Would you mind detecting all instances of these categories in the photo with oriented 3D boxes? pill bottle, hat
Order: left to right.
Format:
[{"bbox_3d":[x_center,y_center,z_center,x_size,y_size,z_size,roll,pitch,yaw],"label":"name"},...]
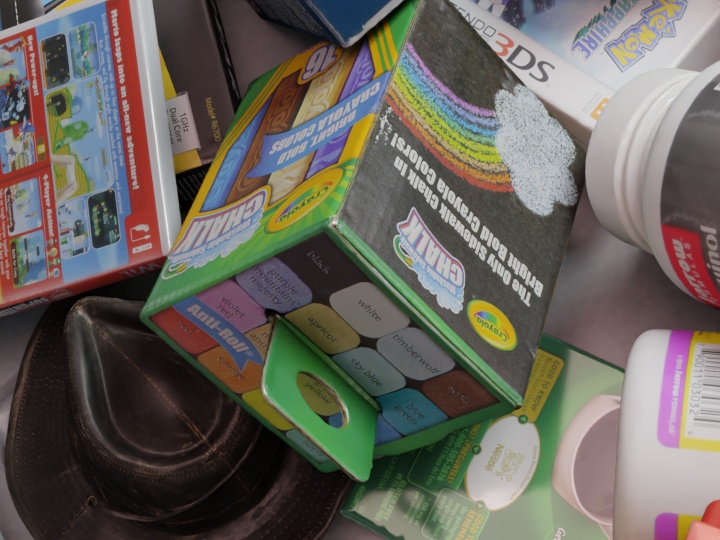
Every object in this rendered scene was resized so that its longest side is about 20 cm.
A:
[{"bbox_3d":[-0.098,0.060,0.812,0.200,0.081,0.202,-7,63,15],"label":"hat"},{"bbox_3d":[0.184,-0.029,0.689,0.111,0.111,0.200,-54,34,-9],"label":"pill bottle"},{"bbox_3d":[0.206,0.082,0.695,0.199,0.104,0.105,5,73,14],"label":"pill bottle"}]

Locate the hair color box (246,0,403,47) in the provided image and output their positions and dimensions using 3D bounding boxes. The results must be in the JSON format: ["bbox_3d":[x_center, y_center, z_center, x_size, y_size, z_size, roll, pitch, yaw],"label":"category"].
[{"bbox_3d":[-0.011,-0.167,0.817,0.100,0.200,0.061,-42,109,-2],"label":"hair color box"}]

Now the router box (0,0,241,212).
[{"bbox_3d":[-0.147,-0.117,0.906,0.149,0.051,0.201,-18,68,4],"label":"router box"}]

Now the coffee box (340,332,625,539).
[{"bbox_3d":[0.105,0.106,0.790,0.199,0.044,0.123,24,78,17],"label":"coffee box"}]

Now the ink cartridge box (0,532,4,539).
[{"bbox_3d":[-0.274,0.159,0.821,0.200,0.084,0.145,-33,69,-2],"label":"ink cartridge box"}]

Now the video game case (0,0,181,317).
[{"bbox_3d":[-0.185,-0.046,0.847,0.199,0.017,0.144,-16,70,19],"label":"video game case"}]

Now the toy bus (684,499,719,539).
[{"bbox_3d":[0.090,0.166,0.619,0.199,0.136,0.192,16,59,17],"label":"toy bus"}]

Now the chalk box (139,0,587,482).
[{"bbox_3d":[0.000,0.000,0.745,0.124,0.125,0.200,-23,33,41],"label":"chalk box"}]

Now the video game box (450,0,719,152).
[{"bbox_3d":[0.123,-0.169,0.864,0.182,0.047,0.200,37,81,28],"label":"video game box"}]
